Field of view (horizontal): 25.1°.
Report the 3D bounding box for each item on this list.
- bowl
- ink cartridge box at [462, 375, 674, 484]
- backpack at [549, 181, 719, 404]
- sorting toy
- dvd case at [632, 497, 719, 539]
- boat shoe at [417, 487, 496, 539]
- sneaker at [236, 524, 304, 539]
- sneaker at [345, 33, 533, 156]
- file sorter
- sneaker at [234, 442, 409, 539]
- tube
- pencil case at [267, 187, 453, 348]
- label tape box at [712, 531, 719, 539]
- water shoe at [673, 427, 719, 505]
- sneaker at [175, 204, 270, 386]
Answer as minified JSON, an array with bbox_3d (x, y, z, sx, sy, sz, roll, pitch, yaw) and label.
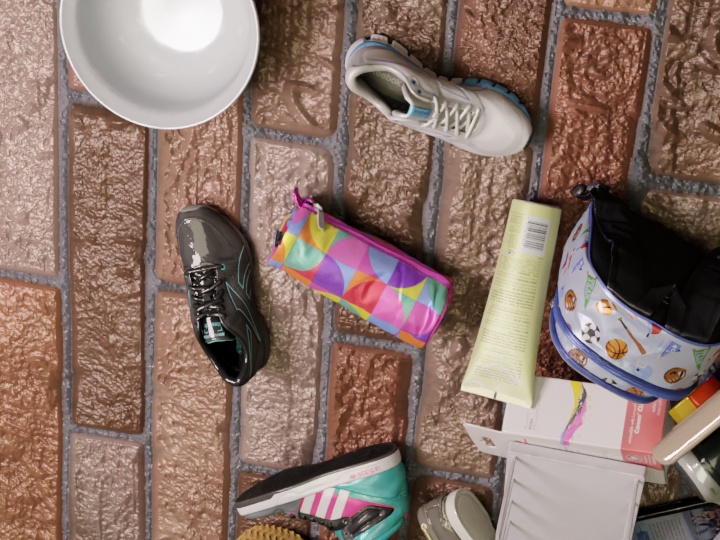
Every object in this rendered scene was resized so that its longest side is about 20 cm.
[{"bbox_3d":[-0.184,-0.246,1.570,0.199,0.090,0.203,5,116,10],"label":"bowl"},{"bbox_3d":[0.213,0.157,1.642,0.198,0.068,0.117,7,160,16],"label":"ink cartridge box"},{"bbox_3d":[0.265,0.034,1.544,0.199,0.191,0.155,24,115,1],"label":"backpack"},{"bbox_3d":[0.362,0.096,1.547,0.037,0.200,0.185,48,113,6],"label":"sorting toy"},{"bbox_3d":[0.330,0.320,1.758,0.199,0.018,0.143,-15,109,19],"label":"dvd case"},{"bbox_3d":[0.134,0.330,1.778,0.060,0.072,0.202,-22,108,31],"label":"boat shoe"},{"bbox_3d":[-0.054,0.358,1.828,0.199,0.075,0.090,19,141,18],"label":"sneaker"},{"bbox_3d":[0.071,-0.155,1.560,0.199,0.087,0.075,22,115,0],"label":"sneaker"},{"bbox_3d":[0.205,0.288,1.649,0.138,0.125,0.201,10,146,10],"label":"file sorter"},{"bbox_3d":[-0.031,0.272,1.783,0.199,0.084,0.122,-18,100,18],"label":"sneaker"},{"bbox_3d":[0.154,0.031,1.606,0.052,0.058,0.202,10,92,-25],"label":"tube"},{"bbox_3d":[0.000,0.000,1.649,0.199,0.089,0.089,29,117,-4],"label":"pencil case"},{"bbox_3d":[0.430,0.278,1.647,0.201,0.144,0.063,-57,49,26],"label":"label tape box"},{"bbox_3d":[0.373,0.190,1.599,0.079,0.200,0.072,-40,71,15],"label":"water shoe"},{"bbox_3d":[-0.145,0.028,1.695,0.075,0.079,0.201,-14,109,18],"label":"sneaker"}]
